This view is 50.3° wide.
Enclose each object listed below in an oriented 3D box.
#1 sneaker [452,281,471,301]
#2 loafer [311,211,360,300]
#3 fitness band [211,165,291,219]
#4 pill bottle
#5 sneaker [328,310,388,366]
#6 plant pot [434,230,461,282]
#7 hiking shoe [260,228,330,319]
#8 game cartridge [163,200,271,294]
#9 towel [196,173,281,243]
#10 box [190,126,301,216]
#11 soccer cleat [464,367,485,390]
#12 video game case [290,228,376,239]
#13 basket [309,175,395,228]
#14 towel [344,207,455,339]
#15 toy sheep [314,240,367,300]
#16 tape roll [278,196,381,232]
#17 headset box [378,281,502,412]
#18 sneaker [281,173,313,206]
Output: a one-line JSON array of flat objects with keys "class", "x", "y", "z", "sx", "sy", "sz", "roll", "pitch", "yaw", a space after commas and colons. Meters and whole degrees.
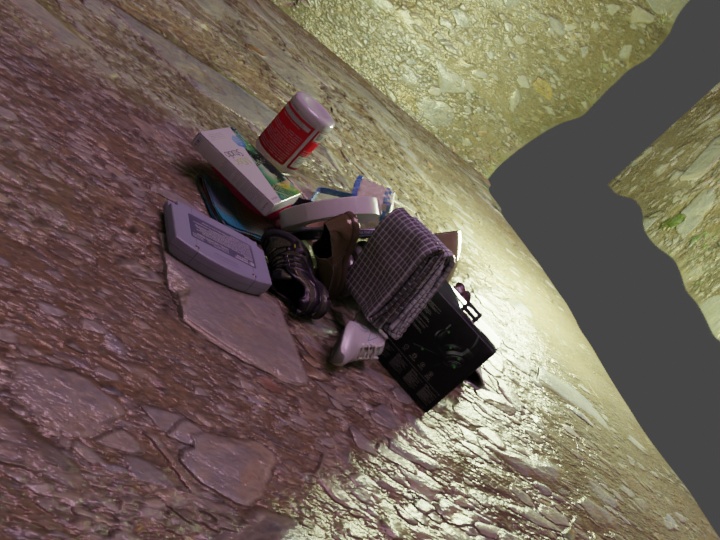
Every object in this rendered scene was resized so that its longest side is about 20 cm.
[{"class": "sneaker", "x": 0.187, "y": 0.063, "z": 1.679, "sx": 0.076, "sy": 0.116, "sz": 0.200, "roll": 23, "pitch": -16, "yaw": 27}, {"class": "loafer", "x": -0.061, "y": -0.026, "z": 1.441, "sx": 0.067, "sy": 0.200, "sz": 0.076, "roll": -2, "pitch": 37, "yaw": -28}, {"class": "fitness band", "x": -0.223, "y": -0.186, "z": 1.560, "sx": 0.200, "sy": 0.037, "sz": 0.144, "roll": 49, "pitch": 23, "yaw": 11}, {"class": "pill bottle", "x": -0.161, "y": -0.291, "z": 1.716, "sx": 0.112, "sy": 0.200, "sz": 0.112, "roll": 39, "pitch": 20, "yaw": -18}, {"class": "sneaker", "x": 0.002, "y": 0.130, "z": 1.385, "sx": 0.080, "sy": 0.070, "sz": 0.200, "roll": 32, "pitch": 20, "yaw": 7}, {"class": "plant pot", "x": 0.153, "y": -0.018, "z": 1.862, "sx": 0.200, "sy": 0.200, "sz": 0.135, "roll": -17, "pitch": 100, "yaw": -68}, {"class": "hiking shoe", "x": -0.131, "y": -0.002, "z": 1.393, "sx": 0.200, "sy": 0.076, "sz": 0.101, "roll": 54, "pitch": 19, "yaw": 22}, {"class": "game cartridge", "x": -0.243, "y": -0.034, "z": 1.301, "sx": 0.200, "sy": 0.042, "sz": 0.133, "roll": 30, "pitch": 29, "yaw": -36}, {"class": "towel", "x": -0.224, "y": -0.110, "z": 1.504, "sx": 0.200, "sy": 0.022, "sz": 0.147, "roll": 22, "pitch": 31, "yaw": -47}, {"class": "box", "x": -0.218, "y": -0.197, "z": 1.493, "sx": 0.200, "sy": 0.036, "sz": 0.144, "roll": 45, "pitch": 23, "yaw": 2}, {"class": "soccer cleat", "x": 0.200, "y": 0.194, "z": 1.671, "sx": 0.200, "sy": 0.069, "sz": 0.085, "roll": 38, "pitch": 16, "yaw": -31}, {"class": "video game case", "x": -0.030, "y": -0.074, "z": 1.567, "sx": 0.200, "sy": 0.019, "sz": 0.143, "roll": -2, "pitch": 1, "yaw": -26}, {"class": "basket", "x": -0.023, "y": -0.153, "z": 1.836, "sx": 0.200, "sy": 0.139, "sz": 0.176, "roll": 16, "pitch": 24, "yaw": 3}, {"class": "towel", "x": 0.061, "y": 0.001, "z": 1.420, "sx": 0.086, "sy": 0.200, "sz": 0.166, "roll": 29, "pitch": 14, "yaw": -41}, {"class": "toy sheep", "x": 0.000, "y": 0.000, "z": 1.570, "sx": 0.200, "sy": 0.138, "sz": 0.138, "roll": -5, "pitch": 42, "yaw": -18}, {"class": "tape roll", "x": -0.060, "y": -0.110, "z": 1.518, "sx": 0.203, "sy": 0.203, "sz": 0.037, "roll": -3, "pitch": 83, "yaw": -64}, {"class": "headset box", "x": 0.149, "y": 0.139, "z": 1.483, "sx": 0.174, "sy": 0.200, "sz": 0.093, "roll": 47, "pitch": 21, "yaw": 8}, {"class": "sneaker", "x": -0.155, "y": -0.141, "z": 1.657, "sx": 0.200, "sy": 0.075, "sz": 0.076, "roll": 42, "pitch": -14, "yaw": 5}]
